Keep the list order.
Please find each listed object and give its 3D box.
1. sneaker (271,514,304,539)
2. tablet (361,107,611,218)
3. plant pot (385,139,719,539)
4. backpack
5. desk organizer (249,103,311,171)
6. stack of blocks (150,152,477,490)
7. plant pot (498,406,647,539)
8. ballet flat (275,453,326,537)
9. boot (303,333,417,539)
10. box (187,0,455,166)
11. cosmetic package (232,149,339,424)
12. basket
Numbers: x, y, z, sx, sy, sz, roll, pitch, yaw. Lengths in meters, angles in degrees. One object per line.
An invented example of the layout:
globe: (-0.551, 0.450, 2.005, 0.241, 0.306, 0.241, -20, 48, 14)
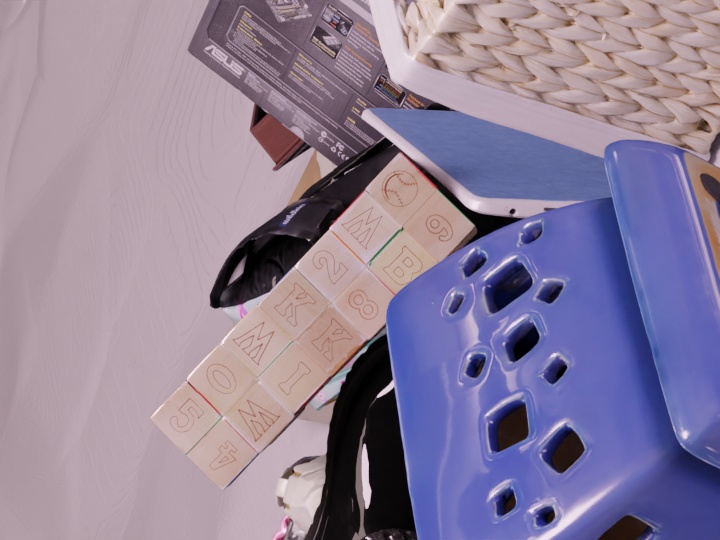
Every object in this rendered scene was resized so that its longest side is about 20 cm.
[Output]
sneaker: (-0.015, 0.245, 1.574, 0.095, 0.079, 0.201, 1, 86, 57)
tablet: (0.089, -0.062, 1.376, 0.200, 0.129, 0.014, -135, 50, -64)
plant pot: (0.147, 0.069, 1.083, 0.180, 0.199, 0.201, -43, 39, 32)
backpack: (0.000, 0.000, 1.513, 0.200, 0.127, 0.167, -30, 9, 40)
desk organizer: (-0.012, -0.164, 1.661, 0.200, 0.077, 0.072, -42, -4, 42)
stack of blocks: (-0.023, 0.028, 1.334, 0.200, 0.059, 0.115, -46, -2, 1)
plant pot: (0.101, 0.149, 1.158, 0.027, 0.200, 0.201, -36, 42, 26)
ballet flat: (-0.018, 0.144, 1.474, 0.200, 0.073, 0.073, 179, 102, -81)
boot: (0.026, 0.151, 1.294, 0.158, 0.079, 0.212, -122, 45, -68)
box: (-0.004, -0.153, 1.578, 0.048, 0.200, 0.159, -41, -15, -50)
cosmetic package: (-0.021, 0.003, 1.687, 0.105, 0.071, 0.200, -103, 32, -47)
basket: (0.117, -0.155, 1.273, 0.124, 0.199, 0.136, -53, 33, 35)
